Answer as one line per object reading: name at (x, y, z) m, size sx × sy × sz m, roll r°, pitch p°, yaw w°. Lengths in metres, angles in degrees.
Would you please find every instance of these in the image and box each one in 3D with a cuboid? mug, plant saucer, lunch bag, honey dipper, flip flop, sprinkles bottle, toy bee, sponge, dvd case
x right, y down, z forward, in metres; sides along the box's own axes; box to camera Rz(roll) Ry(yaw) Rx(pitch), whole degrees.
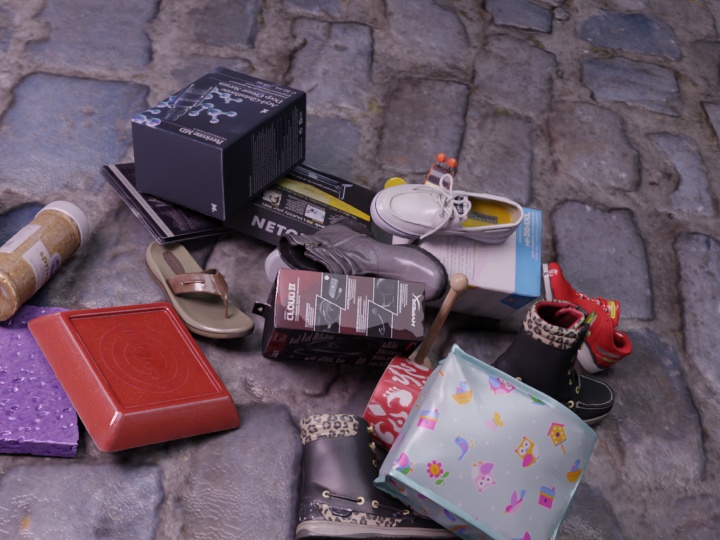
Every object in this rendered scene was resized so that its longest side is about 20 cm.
mug at (0.108, 0.200, 1.474) m, size 0.198 × 0.178 × 0.134 m, roll 26°, pitch 76°, yaw 10°
plant saucer at (-0.253, 0.108, 1.409) m, size 0.199 × 0.037 × 0.200 m, roll -5°, pitch 47°, yaw -45°
lunch bag at (0.140, 0.204, 1.312) m, size 0.198 × 0.122 × 0.172 m, roll 30°, pitch 71°, yaw -1°
honey dipper at (0.090, 0.076, 1.511) m, size 0.038 × 0.201 × 0.038 m, roll 14°, pitch 40°, yaw -12°
flip flop at (-0.204, 0.016, 1.538) m, size 0.080 × 0.058 × 0.200 m, roll -9°, pitch 45°, yaw -39°
sprinkles bottle at (-0.392, -0.014, 1.453) m, size 0.068 × 0.069 × 0.200 m, roll 25°, pitch 30°, yaw 2°
toy bee at (0.099, -0.114, 1.793) m, size 0.129 × 0.109 × 0.201 m, roll 9°, pitch 42°, yaw -14°
sponge at (-0.377, 0.120, 1.372) m, size 0.110 × 0.030 × 0.201 m, roll 5°, pitch 44°, yaw -22°
dvd case at (-0.236, -0.100, 1.664) m, size 0.199 × 0.016 × 0.149 m, roll -13°, pitch 52°, yaw -48°

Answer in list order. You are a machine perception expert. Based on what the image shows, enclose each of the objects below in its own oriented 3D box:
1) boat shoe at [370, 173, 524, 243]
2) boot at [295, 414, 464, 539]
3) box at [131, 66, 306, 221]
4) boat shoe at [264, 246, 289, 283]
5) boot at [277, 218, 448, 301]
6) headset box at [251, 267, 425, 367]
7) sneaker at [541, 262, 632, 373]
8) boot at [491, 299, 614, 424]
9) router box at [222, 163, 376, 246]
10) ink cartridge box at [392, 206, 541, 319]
boat shoe at (0.116, -0.077, 1.555) m, size 0.199 × 0.086 × 0.076 m, roll 9°, pitch 72°, yaw -16°
boot at (0.023, 0.242, 1.379) m, size 0.201 × 0.074 × 0.155 m, roll 6°, pitch 55°, yaw -15°
box at (-0.184, -0.172, 1.620) m, size 0.147 × 0.108 × 0.200 m, roll 19°, pitch 38°, yaw 24°
boat shoe at (-0.030, 0.013, 1.620) m, size 0.198 × 0.073 × 0.071 m, roll 27°, pitch 24°, yaw -8°
boot at (0.000, 0.000, 1.529) m, size 0.198 × 0.071 × 0.131 m, roll 21°, pitch 24°, yaw 32°
headset box at (-0.033, 0.060, 1.485) m, size 0.197 × 0.149 × 0.078 m, roll 7°, pitch 71°, yaw -8°
sneaker at (0.308, 0.053, 1.659) m, size 0.200 × 0.084 × 0.078 m, roll 51°, pitch 27°, yaw -34°
boot at (0.266, 0.120, 1.568) m, size 0.201 × 0.155 × 0.074 m, roll 11°, pitch 39°, yaw -23°
router box at (-0.081, -0.087, 1.697) m, size 0.198 × 0.053 × 0.158 m, roll 21°, pitch 32°, yaw -7°
ink cartridge box at (0.129, -0.022, 1.660) m, size 0.197 × 0.128 × 0.127 m, roll 10°, pitch 71°, yaw -17°
